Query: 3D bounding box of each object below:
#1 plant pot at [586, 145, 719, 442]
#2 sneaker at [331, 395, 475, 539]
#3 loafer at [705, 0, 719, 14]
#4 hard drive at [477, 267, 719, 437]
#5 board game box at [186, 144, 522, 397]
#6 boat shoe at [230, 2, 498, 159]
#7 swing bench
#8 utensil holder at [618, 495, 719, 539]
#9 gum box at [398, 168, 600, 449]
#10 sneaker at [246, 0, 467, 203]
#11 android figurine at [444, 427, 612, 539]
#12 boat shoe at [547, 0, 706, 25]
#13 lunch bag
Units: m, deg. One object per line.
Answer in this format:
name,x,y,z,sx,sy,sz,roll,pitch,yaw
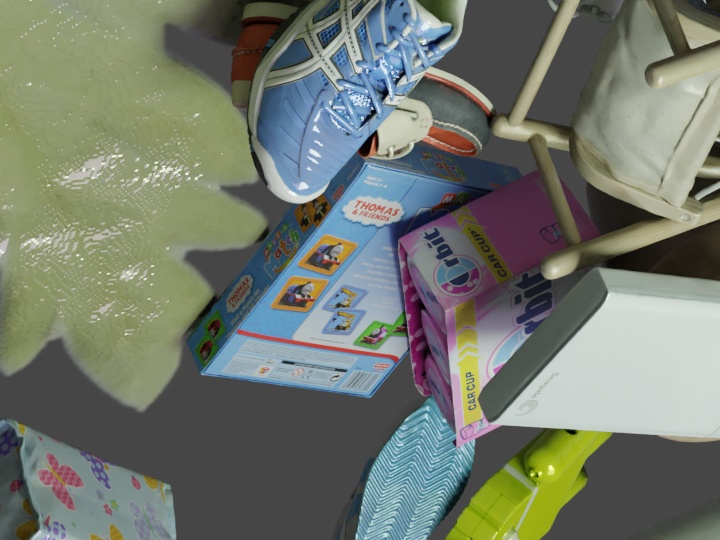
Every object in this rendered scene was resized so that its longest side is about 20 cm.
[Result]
plant pot,0.232,-0.012,1.712,0.200,0.175,0.200,-18,143,-14
sneaker,0.021,0.174,1.898,0.076,0.081,0.200,18,106,-18
loafer,0.270,-0.119,1.679,0.076,0.068,0.200,-14,148,38
hard drive,0.187,0.054,1.591,0.200,0.027,0.132,6,138,-36
board game box,0.000,0.000,1.700,0.151,0.037,0.200,11,131,-41
boat shoe,0.002,-0.099,1.538,0.071,0.063,0.200,-5,161,45
swing bench,0.209,-0.102,1.503,0.200,0.130,0.199,-3,145,-20
utensil holder,0.270,0.282,2.109,0.200,0.170,0.170,-22,144,-1
gum box,0.094,0.029,1.714,0.113,0.066,0.200,-27,150,-11
sneaker,0.004,-0.128,1.445,0.076,0.077,0.200,30,86,-32
android figurine,0.117,0.180,1.914,0.200,0.041,0.182,-38,158,-45
boat shoe,0.148,-0.180,1.539,0.086,0.075,0.202,-28,142,1
lunch bag,-0.238,0.214,1.744,0.200,0.127,0.170,-34,142,21
